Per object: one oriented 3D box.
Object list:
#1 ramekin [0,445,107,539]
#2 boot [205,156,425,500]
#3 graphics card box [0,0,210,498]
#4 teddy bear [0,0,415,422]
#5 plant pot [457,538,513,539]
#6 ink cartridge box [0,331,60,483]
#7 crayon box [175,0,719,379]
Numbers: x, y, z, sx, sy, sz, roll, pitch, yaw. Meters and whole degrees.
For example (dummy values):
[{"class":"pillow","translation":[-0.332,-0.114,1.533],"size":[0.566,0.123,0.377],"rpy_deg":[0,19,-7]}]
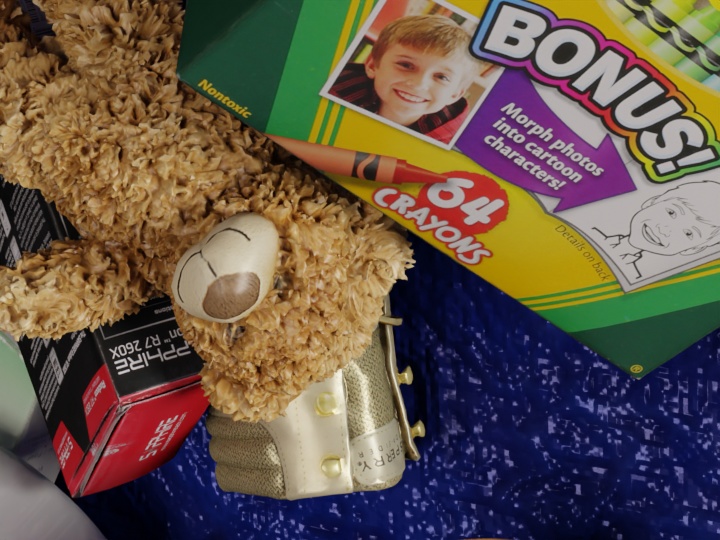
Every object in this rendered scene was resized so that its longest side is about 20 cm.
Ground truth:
[{"class":"ramekin","translation":[-0.178,0.156,1.069],"size":[0.200,0.098,0.201],"rpy_deg":[21,134,23]},{"class":"boot","translation":[0.000,0.000,0.934],"size":[0.199,0.073,0.156],"rpy_deg":[-14,89,43]},{"class":"graphics card box","translation":[-0.111,-0.029,0.976],"size":[0.126,0.051,0.201],"rpy_deg":[124,126,-66]},{"class":"teddy bear","translation":[-0.074,-0.043,0.875],"size":[0.144,0.067,0.201],"rpy_deg":[-24,76,1]},{"class":"plant pot","translation":[0.024,0.222,0.915],"size":[0.201,0.200,0.183],"rpy_deg":[56,143,13]},{"class":"ink cartridge box","translation":[-0.205,0.067,1.135],"size":[0.161,0.050,0.201],"rpy_deg":[40,121,24]},{"class":"crayon box","translation":[0.075,-0.071,0.789],"size":[0.172,0.200,0.058],"rpy_deg":[-36,34,36]}]
